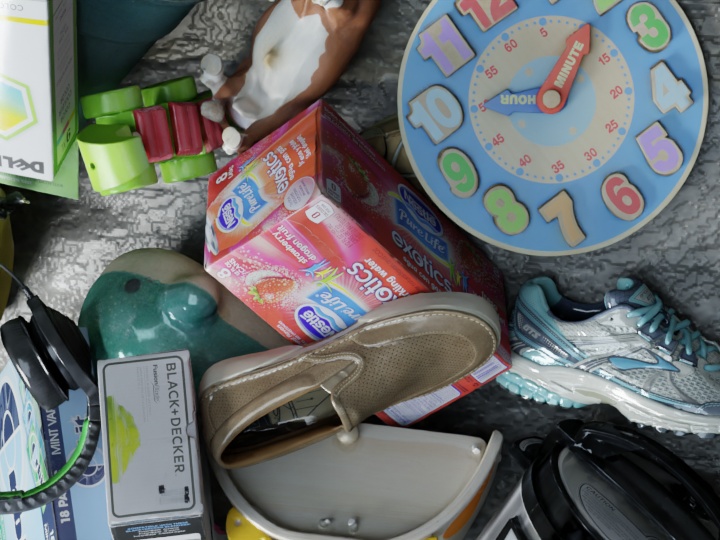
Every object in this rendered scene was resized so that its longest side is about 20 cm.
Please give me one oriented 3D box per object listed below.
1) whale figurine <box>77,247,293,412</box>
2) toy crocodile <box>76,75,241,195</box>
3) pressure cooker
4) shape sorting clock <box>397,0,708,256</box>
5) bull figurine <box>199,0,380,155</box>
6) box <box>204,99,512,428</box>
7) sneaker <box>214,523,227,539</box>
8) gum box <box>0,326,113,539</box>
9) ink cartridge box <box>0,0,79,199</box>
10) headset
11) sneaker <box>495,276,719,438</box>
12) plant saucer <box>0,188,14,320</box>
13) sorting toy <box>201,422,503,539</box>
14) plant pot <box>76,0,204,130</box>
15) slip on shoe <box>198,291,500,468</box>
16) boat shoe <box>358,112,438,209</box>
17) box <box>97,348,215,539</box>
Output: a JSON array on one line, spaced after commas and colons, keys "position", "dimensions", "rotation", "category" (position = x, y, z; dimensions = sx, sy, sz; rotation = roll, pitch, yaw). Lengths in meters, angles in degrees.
[{"position": [-0.104, 0.067, 1.444], "dimensions": [0.199, 0.104, 0.159], "rotation": [23, 152, 21], "category": "whale figurine"}, {"position": [-0.126, -0.090, 1.386], "dimensions": [0.061, 0.200, 0.068], "rotation": [-8, 96, 26], "category": "toy crocodile"}, {"position": [0.156, 0.202, 1.373], "dimensions": [0.175, 0.179, 0.200], "rotation": [28, 114, -16], "category": "pressure cooker"}, {"position": [0.122, -0.109, 1.357], "dimensions": [0.199, 0.039, 0.201], "rotation": [1, 95, 7], "category": "shape sorting clock"}, {"position": [-0.035, -0.160, 1.372], "dimensions": [0.065, 0.121, 0.201], "rotation": [35, 110, 16], "category": "bull figurine"}, {"position": [0.000, 0.000, 1.370], "dimensions": [0.099, 0.096, 0.200], "rotation": [-32, 127, 24], "category": "box"}, {"position": [-0.154, 0.188, 1.524], "dimensions": [0.200, 0.088, 0.081], "rotation": [44, 114, 12], "category": "sneaker"}, {"position": [-0.217, 0.148, 1.469], "dimensions": [0.200, 0.044, 0.171], "rotation": [135, 128, -64], "category": "gum box"}, {"position": [-0.231, -0.116, 1.311], "dimensions": [0.103, 0.059, 0.201], "rotation": [11, 130, 6], "category": "ink cartridge box"}, {"position": [-0.229, 0.051, 1.354], "dimensions": [0.123, 0.094, 0.201], "rotation": [-3, 97, -8], "category": "headset"}, {"position": [0.185, 0.053, 1.376], "dimensions": [0.199, 0.078, 0.087], "rotation": [10, 103, 18], "category": "sneaker"}, {"position": [-0.311, -0.067, 1.492], "dimensions": [0.200, 0.200, 0.048], "rotation": [44, 74, 5], "category": "plant saucer"}, {"position": [-0.009, 0.175, 1.434], "dimensions": [0.199, 0.180, 0.107], "rotation": [6, 64, 5], "category": "sorting toy"}, {"position": [-0.221, -0.180, 1.411], "dimensions": [0.200, 0.200, 0.196], "rotation": [44, 121, 5], "category": "plant pot"}, {"position": [-0.006, 0.072, 1.326], "dimensions": [0.199, 0.061, 0.076], "rotation": [-14, 133, 8], "category": "slip on shoe"}, {"position": [-0.009, -0.046, 1.428], "dimensions": [0.199, 0.063, 0.074], "rotation": [-31, 91, 24], "category": "boat shoe"}, {"position": [-0.130, 0.147, 1.392], "dimensions": [0.060, 0.200, 0.117], "rotation": [-6, 63, -3], "category": "box"}]
